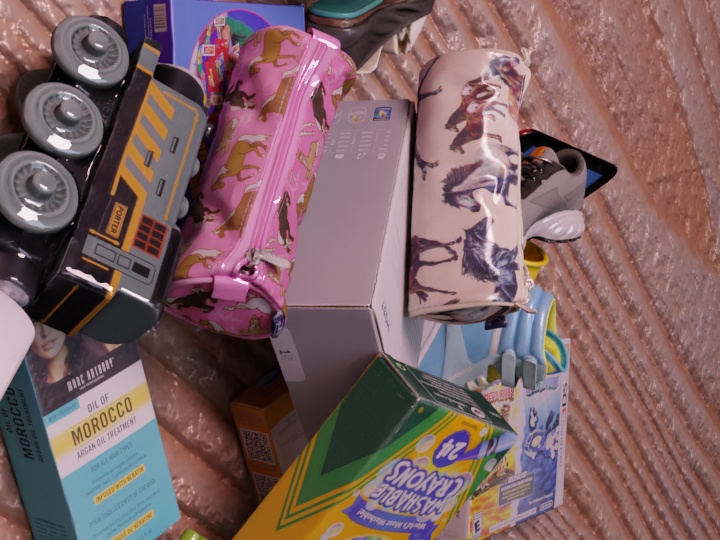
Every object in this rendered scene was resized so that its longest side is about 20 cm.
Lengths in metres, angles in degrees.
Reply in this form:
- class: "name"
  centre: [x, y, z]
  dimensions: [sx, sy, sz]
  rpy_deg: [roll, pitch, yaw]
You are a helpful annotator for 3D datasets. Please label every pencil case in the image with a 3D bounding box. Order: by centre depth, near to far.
- class: "pencil case"
  centre: [-0.062, -0.058, 0.714]
  dimensions: [0.083, 0.086, 0.201]
  rpy_deg: [55, 42, -52]
- class: "pencil case"
  centre: [0.081, -0.061, 0.808]
  dimensions: [0.078, 0.089, 0.201]
  rpy_deg: [72, 20, -78]

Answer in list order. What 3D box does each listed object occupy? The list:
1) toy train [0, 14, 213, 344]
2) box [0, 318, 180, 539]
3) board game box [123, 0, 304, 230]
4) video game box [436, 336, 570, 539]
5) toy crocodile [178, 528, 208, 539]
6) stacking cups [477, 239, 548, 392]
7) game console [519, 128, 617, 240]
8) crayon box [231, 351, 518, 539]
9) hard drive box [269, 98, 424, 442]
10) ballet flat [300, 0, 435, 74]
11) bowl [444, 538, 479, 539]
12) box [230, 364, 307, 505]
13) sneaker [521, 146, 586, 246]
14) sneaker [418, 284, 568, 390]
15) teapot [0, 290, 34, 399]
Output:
- class: "toy train"
  centre: [-0.148, -0.054, 0.647]
  dimensions: [0.114, 0.085, 0.201]
  rpy_deg: [29, 49, -25]
- class: "box"
  centre: [-0.174, 0.083, 0.702]
  dimensions: [0.082, 0.049, 0.201]
  rpy_deg: [-33, 120, -47]
- class: "board game box"
  centre: [-0.094, -0.083, 0.793]
  dimensions: [0.134, 0.045, 0.201]
  rpy_deg: [-13, 104, -52]
- class: "video game box"
  centre: [0.145, 0.162, 1.145]
  dimensions: [0.200, 0.047, 0.183]
  rpy_deg: [-4, 95, -53]
- class: "toy crocodile"
  centre: [-0.087, 0.262, 0.840]
  dimensions: [0.200, 0.062, 0.068]
  rpy_deg: [57, 50, -34]
- class: "stacking cups"
  centre: [0.102, 0.064, 1.018]
  dimensions: [0.060, 0.060, 0.201]
  rpy_deg: [-15, 133, -51]
- class: "game console"
  centre: [0.147, -0.024, 1.059]
  dimensions: [0.200, 0.118, 0.173]
  rpy_deg: [11, 80, -53]
- class: "crayon box"
  centre: [0.002, 0.160, 0.777]
  dimensions: [0.200, 0.052, 0.126]
  rpy_deg: [-52, 139, 11]
- class: "hard drive box"
  centre: [0.000, 0.000, 0.826]
  dimensions: [0.156, 0.076, 0.201]
  rpy_deg: [77, 19, -46]
- class: "ballet flat"
  centre: [0.010, -0.198, 0.902]
  dimensions: [0.200, 0.068, 0.069]
  rpy_deg: [-42, 142, -49]
- class: "bowl"
  centre: [0.053, 0.282, 0.946]
  dimensions: [0.108, 0.200, 0.200]
  rpy_deg: [54, 46, -3]
- class: "box"
  centre: [-0.031, 0.162, 0.914]
  dimensions: [0.119, 0.041, 0.201]
  rpy_deg: [-37, 125, -45]
- class: "sneaker"
  centre: [0.123, -0.060, 0.929]
  dimensions: [0.200, 0.074, 0.080]
  rpy_deg: [-16, 121, -53]
- class: "sneaker"
  centre: [0.095, 0.087, 0.950]
  dimensions: [0.201, 0.130, 0.080]
  rpy_deg: [-68, 171, 25]
- class: "teapot"
  centre: [-0.253, 0.071, 0.519]
  dimensions: [0.146, 0.197, 0.200]
  rpy_deg: [28, 44, -13]
